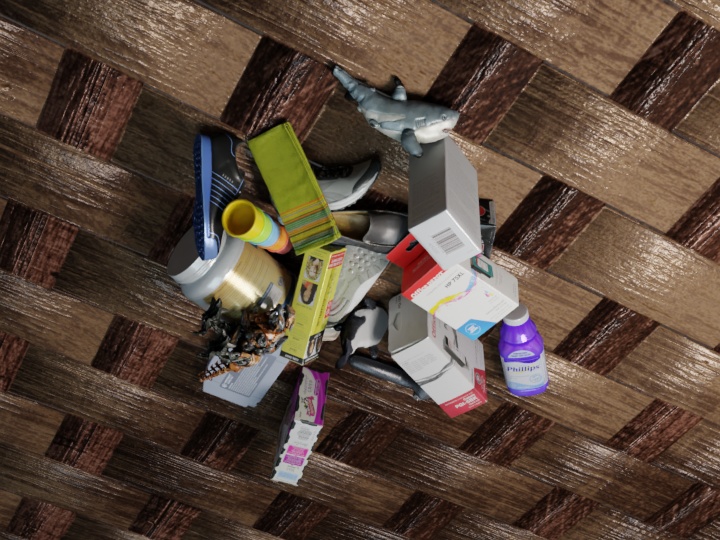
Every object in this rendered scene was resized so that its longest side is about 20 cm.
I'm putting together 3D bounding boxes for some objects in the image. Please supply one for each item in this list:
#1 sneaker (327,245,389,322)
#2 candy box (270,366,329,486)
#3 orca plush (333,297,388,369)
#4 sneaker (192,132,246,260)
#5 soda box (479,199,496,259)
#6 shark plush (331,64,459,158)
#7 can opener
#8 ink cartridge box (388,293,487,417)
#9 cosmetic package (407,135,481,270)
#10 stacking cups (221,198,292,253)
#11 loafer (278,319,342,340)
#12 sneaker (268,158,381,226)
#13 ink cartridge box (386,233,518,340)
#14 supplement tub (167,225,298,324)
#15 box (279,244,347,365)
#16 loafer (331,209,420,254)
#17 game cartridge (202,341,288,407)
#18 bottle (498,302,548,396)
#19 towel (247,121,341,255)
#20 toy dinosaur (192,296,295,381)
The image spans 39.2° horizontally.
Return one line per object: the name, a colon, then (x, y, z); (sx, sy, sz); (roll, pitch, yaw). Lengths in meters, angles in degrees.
sneaker: (0.000, 0.000, 1.747); (0.076, 0.080, 0.200); (45, 109, 15)
candy box: (-0.119, 0.306, 1.980); (0.060, 0.137, 0.201); (14, 131, -7)
orca plush: (-0.015, 0.115, 1.777); (0.070, 0.200, 0.106); (-5, 117, 23)
sneaker: (-0.220, -0.116, 1.594); (0.077, 0.070, 0.202); (-2, 98, -24)
soda box: (0.183, -0.022, 1.708); (0.063, 0.071, 0.201); (4, 132, -1)
shark plush: (0.047, -0.255, 1.538); (0.199, 0.091, 0.084); (33, 109, 2)
can opener: (0.068, 0.197, 1.932); (0.198, 0.079, 0.063); (16, 170, -6)
ink cartridge box: (0.139, 0.141, 1.807); (0.082, 0.148, 0.200); (-27, 126, 24)
cosmetic package: (0.127, -0.110, 1.545); (0.071, 0.201, 0.101); (-27, 125, 26)
stacking cups: (-0.157, -0.060, 1.637); (0.060, 0.061, 0.200); (-13, 165, 15)
loafer: (-0.133, 0.102, 1.846); (0.198, 0.072, 0.063); (4, 140, -4)
sneaker: (-0.059, -0.137, 1.621); (0.199, 0.074, 0.080); (-20, 116, 18)
ink cartridge box: (0.148, 0.017, 1.651); (0.199, 0.068, 0.116); (32, 128, -20)
supplement tub: (-0.214, 0.016, 1.718); (0.144, 0.145, 0.200); (-32, 123, 28)
box: (-0.080, 0.053, 1.703); (0.050, 0.075, 0.202); (19, 102, 18)
loafer: (0.019, -0.066, 1.658); (0.198, 0.074, 0.072); (1, 176, 5)
game cartridge: (-0.222, 0.180, 1.942); (0.132, 0.041, 0.200); (21, 130, -20)
bottle: (0.296, 0.145, 1.855); (0.083, 0.066, 0.201); (-7, 131, 11)
towel: (-0.107, -0.127, 1.598); (0.086, 0.018, 0.201); (-22, 96, 25)
toy dinosaur: (-0.195, 0.123, 1.656); (0.135, 0.102, 0.201); (28, 99, -42)
